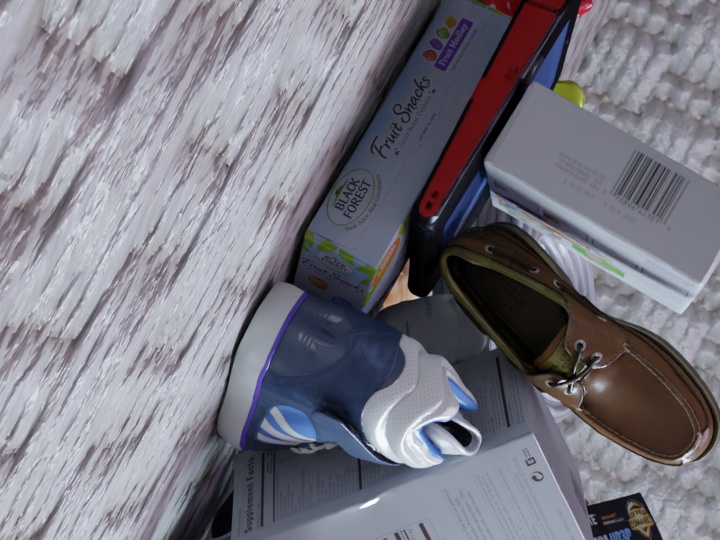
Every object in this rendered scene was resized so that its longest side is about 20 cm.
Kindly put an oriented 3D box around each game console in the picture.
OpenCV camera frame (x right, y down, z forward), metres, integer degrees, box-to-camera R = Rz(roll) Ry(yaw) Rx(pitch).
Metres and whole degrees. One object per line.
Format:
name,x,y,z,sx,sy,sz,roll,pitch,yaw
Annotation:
game console,0.080,-0.079,1.305,0.177,0.031,0.200,-63,173,-13

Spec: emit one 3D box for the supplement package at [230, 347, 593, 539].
supplement package,0.031,0.148,1.327,0.199,0.110,0.114,-23,-154,10

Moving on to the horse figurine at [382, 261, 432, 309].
horse figurine,0.044,0.016,1.824,0.200,0.050,0.133,-47,149,-40

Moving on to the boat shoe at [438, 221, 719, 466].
boat shoe,0.125,0.051,1.283,0.072,0.200,0.068,-58,162,21

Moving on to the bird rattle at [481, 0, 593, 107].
bird rattle,0.114,-0.122,1.574,0.163,0.112,0.200,-58,172,-16

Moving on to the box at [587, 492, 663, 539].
box,0.104,0.232,1.559,0.200,0.046,0.159,-33,164,27

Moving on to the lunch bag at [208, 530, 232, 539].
lunch bag,-0.096,0.279,1.423,0.170,0.127,0.201,84,30,-69

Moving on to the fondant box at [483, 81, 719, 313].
fondant box,0.152,-0.040,1.295,0.058,0.144,0.200,-59,173,-3

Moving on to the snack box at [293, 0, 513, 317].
snack box,0.023,-0.056,1.320,0.200,0.053,0.142,-60,172,-27

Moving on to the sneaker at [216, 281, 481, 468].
sneaker,-0.003,0.087,1.268,0.081,0.146,0.200,-60,174,-22

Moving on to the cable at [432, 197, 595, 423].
cable,0.111,0.012,1.509,0.200,0.069,0.201,10,77,-64

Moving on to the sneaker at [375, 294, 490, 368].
sneaker,0.035,0.093,1.412,0.071,0.080,0.201,-102,-166,-52

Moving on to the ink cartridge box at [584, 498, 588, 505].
ink cartridge box,0.060,0.131,1.602,0.045,0.200,0.176,-56,-173,-36

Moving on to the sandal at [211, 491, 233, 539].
sandal,-0.027,0.130,1.509,0.200,0.076,0.043,-39,-178,16
